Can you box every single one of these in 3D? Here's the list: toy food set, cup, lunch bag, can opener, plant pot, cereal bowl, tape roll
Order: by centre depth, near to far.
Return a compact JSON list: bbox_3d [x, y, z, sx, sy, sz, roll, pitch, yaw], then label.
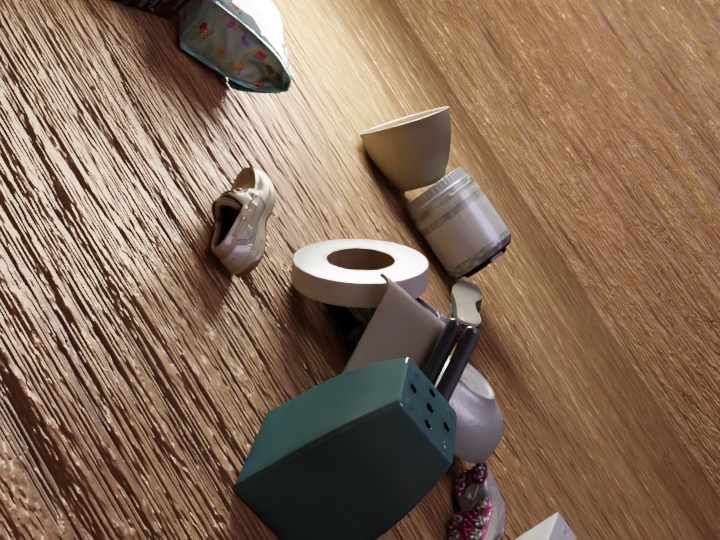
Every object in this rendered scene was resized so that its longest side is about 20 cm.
[{"bbox_3d":[-0.002,0.194,0.887,0.142,0.199,0.142,49,24,-13],"label":"plant pot"},{"bbox_3d":[0.028,0.123,1.094,0.143,0.201,0.060,39,-17,-35],"label":"toy food set"},{"bbox_3d":[0.098,0.164,1.096,0.053,0.201,0.067,23,-14,21],"label":"can opener"},{"bbox_3d":[0.000,0.000,1.190,0.203,0.201,0.037,-53,147,-66],"label":"tape roll"},{"bbox_3d":[0.146,0.194,1.271,0.199,0.083,0.200,37,17,-13],"label":"cereal bowl"},{"bbox_3d":[-0.203,-0.400,1.401,0.199,0.122,0.171,29,33,-36],"label":"lunch bag"},{"bbox_3d":[0.113,-0.253,1.770,0.200,0.198,0.145,-47,122,-67],"label":"cup"}]

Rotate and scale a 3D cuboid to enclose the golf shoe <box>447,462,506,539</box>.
[{"bbox_3d":[0.178,0.363,1.185,0.092,0.075,0.200,54,24,-12],"label":"golf shoe"}]

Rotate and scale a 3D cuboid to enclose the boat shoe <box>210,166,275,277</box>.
[{"bbox_3d":[-0.163,-0.080,1.112,0.065,0.072,0.201,41,32,-33],"label":"boat shoe"}]

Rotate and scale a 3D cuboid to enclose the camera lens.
[{"bbox_3d":[0.211,-0.096,1.754,0.201,0.159,0.160,55,23,0],"label":"camera lens"}]

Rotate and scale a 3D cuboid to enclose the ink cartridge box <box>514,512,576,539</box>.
[{"bbox_3d":[0.179,0.394,1.029,0.057,0.162,0.200,52,22,5],"label":"ink cartridge box"}]

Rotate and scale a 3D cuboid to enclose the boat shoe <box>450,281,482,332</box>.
[{"bbox_3d":[0.208,0.083,1.661,0.066,0.057,0.200,16,24,0],"label":"boat shoe"}]

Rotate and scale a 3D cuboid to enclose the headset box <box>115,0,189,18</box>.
[{"bbox_3d":[-0.350,-0.486,1.278,0.150,0.077,0.200,59,22,8],"label":"headset box"}]

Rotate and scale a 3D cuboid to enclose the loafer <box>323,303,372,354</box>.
[{"bbox_3d":[-0.010,0.086,1.209,0.063,0.072,0.201,-3,53,-43],"label":"loafer"}]

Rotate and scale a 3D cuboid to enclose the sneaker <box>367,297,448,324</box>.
[{"bbox_3d":[0.047,0.048,1.236,0.088,0.075,0.199,45,-17,-29],"label":"sneaker"}]
